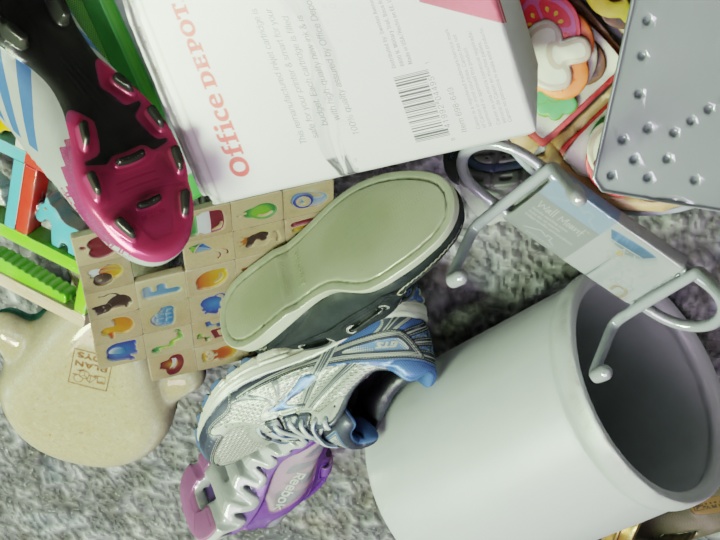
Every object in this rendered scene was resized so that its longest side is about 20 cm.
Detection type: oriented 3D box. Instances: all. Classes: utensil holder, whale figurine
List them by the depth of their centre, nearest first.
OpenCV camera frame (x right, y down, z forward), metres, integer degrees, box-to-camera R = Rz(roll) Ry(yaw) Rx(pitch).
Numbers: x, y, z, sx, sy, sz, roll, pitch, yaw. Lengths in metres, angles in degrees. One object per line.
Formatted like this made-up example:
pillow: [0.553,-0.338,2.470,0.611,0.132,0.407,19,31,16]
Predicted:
utensil holder: [0.125,0.112,1.370,0.170,0.171,0.199,39,133,-26]
whale figurine: [-0.184,0.045,1.415,0.157,0.104,0.201,13,128,-2]

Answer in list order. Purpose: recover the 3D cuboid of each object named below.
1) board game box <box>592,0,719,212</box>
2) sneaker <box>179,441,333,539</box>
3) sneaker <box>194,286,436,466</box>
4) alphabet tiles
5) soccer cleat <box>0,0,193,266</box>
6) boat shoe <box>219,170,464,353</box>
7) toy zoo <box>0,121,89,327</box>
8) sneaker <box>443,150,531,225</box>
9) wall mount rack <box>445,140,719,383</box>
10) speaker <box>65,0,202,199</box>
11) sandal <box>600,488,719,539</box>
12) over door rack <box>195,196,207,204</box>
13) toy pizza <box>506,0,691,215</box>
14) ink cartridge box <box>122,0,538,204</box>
board game box: [0.245,-0.128,1.121,0.198,0.026,0.202,9,108,-7]
sneaker: [-0.052,0.128,1.490,0.088,0.081,0.201,12,129,-39]
sneaker: [-0.031,0.090,1.372,0.199,0.086,0.077,-35,153,22]
alphabet tiles: [-0.097,0.012,1.298,0.165,0.008,0.201,-13,150,-9]
soccer cleat: [-0.162,-0.085,1.126,0.201,0.070,0.086,57,152,5]
boat shoe: [0.000,0.002,1.249,0.199,0.075,0.066,-35,142,31]
toy zoo: [-0.214,-0.074,1.296,0.130,0.020,0.201,26,123,15]
sneaker: [0.155,-0.065,1.263,0.198,0.075,0.087,2,154,13]
wall mount rack: [0.143,-0.006,1.178,0.199,0.075,0.174,33,150,-11]
speaker: [-0.148,-0.136,1.185,0.088,0.089,0.201,-16,107,26]
sandal: [0.222,0.196,1.513,0.198,0.054,0.081,-15,131,25]
over door rack: [-0.049,-0.063,1.296,0.198,0.067,0.149,2,136,10]
toy pizza: [0.163,-0.124,1.162,0.198,0.032,0.202,4,113,9]
ink cartridge box: [-0.013,-0.133,1.108,0.198,0.085,0.147,-12,121,14]
